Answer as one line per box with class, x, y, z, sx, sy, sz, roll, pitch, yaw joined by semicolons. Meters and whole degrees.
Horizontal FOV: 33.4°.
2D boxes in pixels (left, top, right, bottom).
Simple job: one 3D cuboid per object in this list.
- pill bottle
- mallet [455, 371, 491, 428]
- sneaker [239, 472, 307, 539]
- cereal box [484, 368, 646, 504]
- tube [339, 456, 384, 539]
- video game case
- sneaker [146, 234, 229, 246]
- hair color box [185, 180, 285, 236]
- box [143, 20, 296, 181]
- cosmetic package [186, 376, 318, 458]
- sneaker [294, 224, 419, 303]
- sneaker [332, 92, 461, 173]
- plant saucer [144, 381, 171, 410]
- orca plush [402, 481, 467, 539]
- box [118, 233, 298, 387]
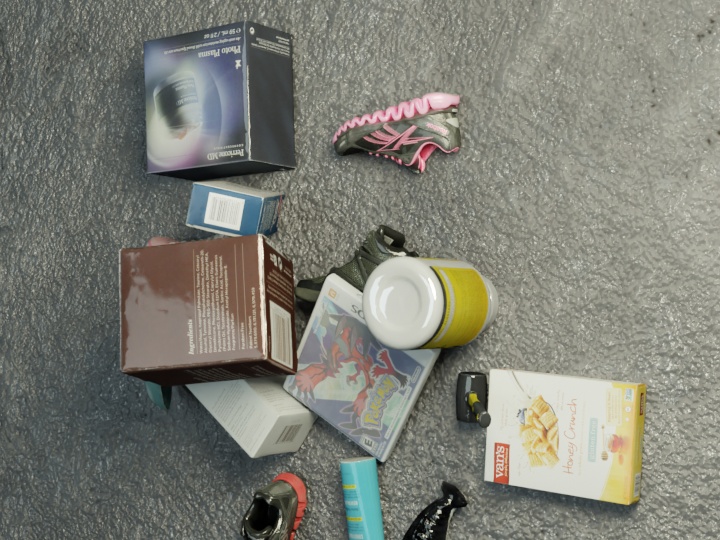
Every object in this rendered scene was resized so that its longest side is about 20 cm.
pill bottle;0.095;0.041;1.498;0.111;0.199;0.114;-1;88;32
mallet;0.143;0.178;1.480;0.041;0.200;0.067;2;100;0
sneaker;-0.132;0.390;1.693;0.070;0.098;0.203;12;96;30
cereal box;0.251;0.203;1.488;0.198;0.039;0.146;3;90;33
tube;0.008;0.358;1.637;0.077;0.050;0.203;-13;84;61
video game case;-0.003;0.133;1.612;0.181;0.023;0.201;34;124;17
sneaker;-0.224;-0.029;1.778;0.199;0.075;0.106;28;108;22
hair color box;-0.170;-0.085;1.660;0.099;0.200;0.061;13;96;4
box;-0.205;-0.242;1.747;0.198;0.123;0.201;-4;88;33
cosmetic package;-0.166;0.169;1.715;0.200;0.112;0.082;42;109;28
sneaker;0.000;0.000;1.637;0.197;0.076;0.116;-2;80;34
sneaker;0.050;-0.173;1.616;0.198;0.079;0.097;-13;93;33
plant saucer;-0.300;0.105;1.762;0.027;0.200;0.203;-4;86;-4
orca plush;0.081;0.381;1.572;0.105;0.071;0.201;40;109;27
box;-0.199;0.057;1.593;0.197;0.166;0.167;-6;78;9
